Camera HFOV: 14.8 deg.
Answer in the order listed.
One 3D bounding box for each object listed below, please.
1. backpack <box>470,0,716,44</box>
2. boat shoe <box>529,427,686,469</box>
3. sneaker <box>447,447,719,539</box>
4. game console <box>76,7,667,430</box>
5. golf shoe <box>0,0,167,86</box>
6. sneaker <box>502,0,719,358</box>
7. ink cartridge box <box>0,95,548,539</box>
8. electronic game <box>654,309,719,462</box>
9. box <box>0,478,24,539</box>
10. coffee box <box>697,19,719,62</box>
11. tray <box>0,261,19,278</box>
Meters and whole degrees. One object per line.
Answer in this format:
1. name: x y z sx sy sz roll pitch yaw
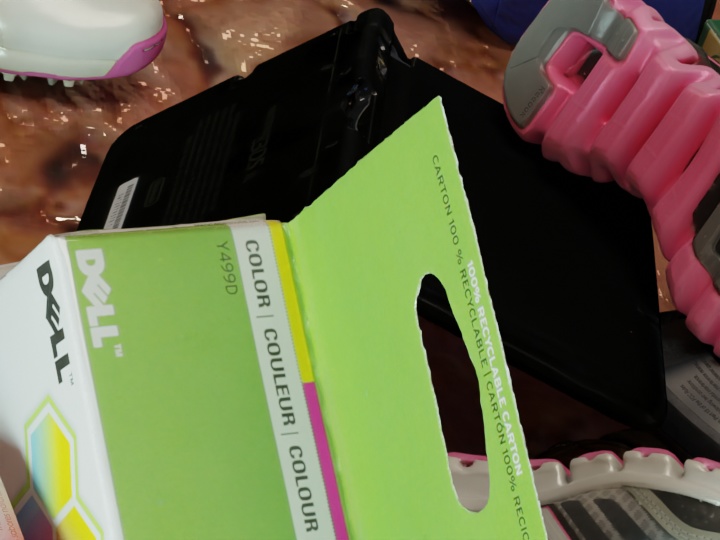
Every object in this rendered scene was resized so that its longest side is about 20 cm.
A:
1. backpack: 0.084 -0.216 1.216 0.168 0.163 0.200 9 38 -7
2. boat shoe: 0.111 0.125 0.870 0.068 0.072 0.200 -9 33 -33
3. sneaker: 0.051 0.103 0.812 0.200 0.074 0.087 2 58 25
4. game console: 0.000 0.000 0.957 0.176 0.116 0.200 -25 20 14
5. golf shoe: -0.164 -0.139 1.069 0.200 0.092 0.075 23 35 3
6. sneaker: 0.135 -0.026 0.965 0.095 0.079 0.200 22 24 -46
7. ink cartridge box: -0.037 0.054 0.743 0.076 0.200 0.148 -5 74 -28
8. electronic game: 0.180 0.068 0.954 0.200 0.042 0.200 24 16 -7
9. box: -0.119 0.152 0.701 0.095 0.103 0.200 -2 42 -26
10. coffee box: 0.248 -0.055 1.178 0.200 0.044 0.123 -1 40 -26
11. tray: -0.100 0.060 0.897 0.107 0.022 0.200 -9 45 -34
